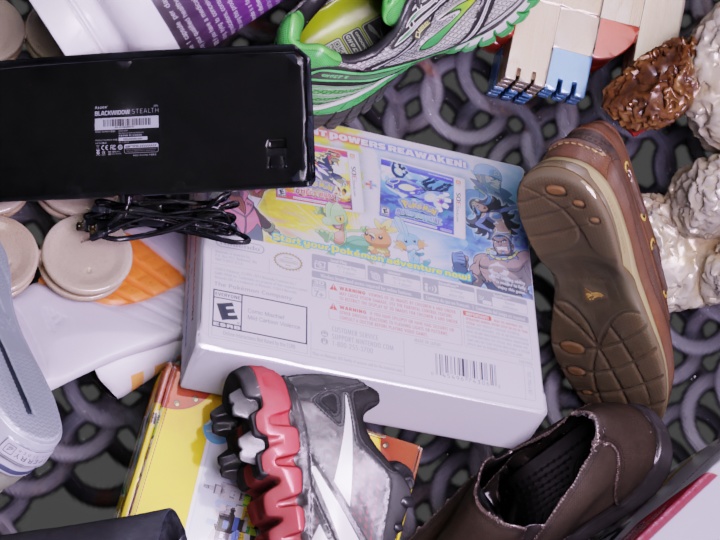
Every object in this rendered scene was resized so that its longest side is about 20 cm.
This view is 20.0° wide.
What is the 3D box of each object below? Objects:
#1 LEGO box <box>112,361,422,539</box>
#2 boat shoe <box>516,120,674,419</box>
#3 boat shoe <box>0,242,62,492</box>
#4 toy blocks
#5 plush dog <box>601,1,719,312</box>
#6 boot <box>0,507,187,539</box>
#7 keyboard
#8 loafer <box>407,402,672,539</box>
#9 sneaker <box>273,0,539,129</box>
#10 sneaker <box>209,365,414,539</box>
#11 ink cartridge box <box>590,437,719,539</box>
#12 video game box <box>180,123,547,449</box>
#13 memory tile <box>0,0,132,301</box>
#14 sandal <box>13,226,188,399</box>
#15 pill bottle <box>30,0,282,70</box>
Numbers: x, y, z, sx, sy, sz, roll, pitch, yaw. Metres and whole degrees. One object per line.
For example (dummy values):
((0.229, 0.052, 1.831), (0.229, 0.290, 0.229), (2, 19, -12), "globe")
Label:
((-0.067, 0.172, 1.095), (0.148, 0.077, 0.202), (19, 71, -8), "LEGO box")
((0.146, 0.005, 1.158), (0.071, 0.201, 0.068), (9, 44, 34), "boat shoe")
((-0.211, 0.027, 1.025), (0.062, 0.072, 0.201), (-40, 52, 18), "boat shoe")
((0.117, -0.161, 1.237), (0.198, 0.100, 0.138), (14, 82, -8), "toy blocks")
((0.238, -0.077, 1.181), (0.199, 0.160, 0.173), (-24, 106, -18), "plush dog")
((-0.182, 0.138, 1.025), (0.198, 0.066, 0.167), (-7, 84, 26), "boot")
((-0.121, -0.063, 1.095), (0.198, 0.040, 0.105), (-2, 86, 9), "keyboard")
((0.074, 0.132, 1.102), (0.200, 0.071, 0.073), (-43, 48, 15), "loafer")
((0.036, -0.155, 1.148), (0.199, 0.085, 0.078), (-38, 78, -12), "sneaker")
((-0.013, 0.144, 1.036), (0.097, 0.071, 0.202), (-6, 80, -20), "sneaker")
((0.173, 0.163, 1.096), (0.145, 0.200, 0.083), (-39, 84, -21), "ink cartridge box")
((0.000, 0.000, 1.139), (0.198, 0.047, 0.183), (12, 50, -15), "video game box")
((-0.208, -0.070, 1.131), (0.152, 0.017, 0.202), (-1, 60, -13), "memory tile")
((-0.157, 0.040, 1.118), (0.206, 0.060, 0.079), (-24, 57, -31), "sandal")
((-0.089, -0.186, 1.129), (0.199, 0.112, 0.113), (-34, 85, -4), "pill bottle")
